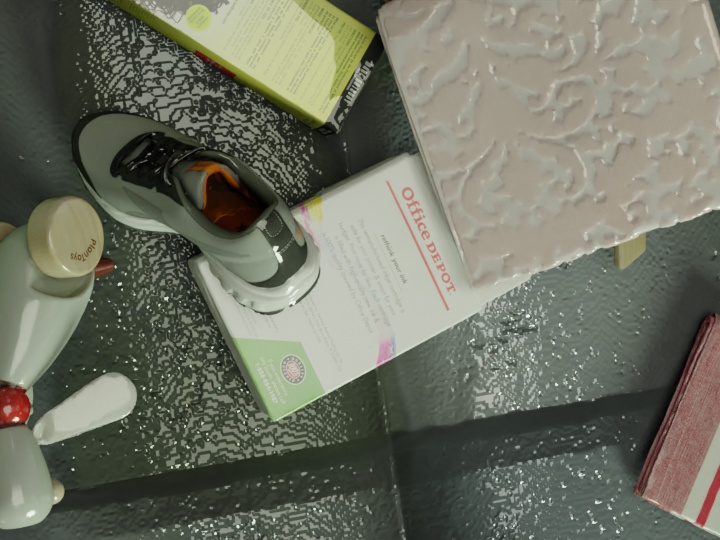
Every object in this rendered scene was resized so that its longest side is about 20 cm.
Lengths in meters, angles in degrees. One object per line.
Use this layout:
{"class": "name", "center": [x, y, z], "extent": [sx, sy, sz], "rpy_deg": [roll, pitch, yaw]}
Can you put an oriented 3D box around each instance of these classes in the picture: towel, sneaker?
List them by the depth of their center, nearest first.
{"class": "sneaker", "center": [-0.106, -0.055, 0.883], "extent": [0.199, 0.080, 0.074], "rpy_deg": [32, 66, 29]}
{"class": "towel", "center": [0.129, -0.106, 0.885], "extent": [0.198, 0.032, 0.193], "rpy_deg": [-18, 95, 18]}
{"class": "towel", "center": [0.307, 0.138, 1.047], "extent": [0.199, 0.023, 0.145], "rpy_deg": [28, 83, -14]}

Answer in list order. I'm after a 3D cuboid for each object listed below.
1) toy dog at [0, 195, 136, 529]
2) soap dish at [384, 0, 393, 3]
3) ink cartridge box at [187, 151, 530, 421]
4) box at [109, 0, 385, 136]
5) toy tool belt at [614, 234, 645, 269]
{"class": "toy dog", "center": [-0.195, 0.053, 0.896], "extent": [0.096, 0.131, 0.202], "rpy_deg": [14, 93, -51]}
{"class": "soap dish", "center": [0.082, -0.221, 0.932], "extent": [0.157, 0.081, 0.201], "rpy_deg": [-29, 99, 22]}
{"class": "ink cartridge box", "center": [0.000, 0.000, 0.950], "extent": [0.199, 0.067, 0.118], "rpy_deg": [-27, 95, -10]}
{"class": "box", "center": [-0.084, -0.170, 0.937], "extent": [0.199, 0.050, 0.076], "rpy_deg": [30, 84, -12]}
{"class": "toy tool belt", "center": [0.198, -0.110, 0.982], "extent": [0.123, 0.124, 0.201], "rpy_deg": [33, 84, -39]}
